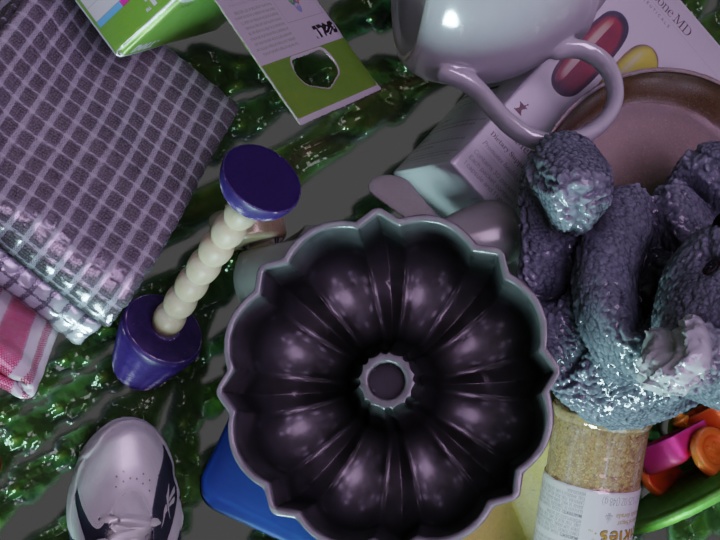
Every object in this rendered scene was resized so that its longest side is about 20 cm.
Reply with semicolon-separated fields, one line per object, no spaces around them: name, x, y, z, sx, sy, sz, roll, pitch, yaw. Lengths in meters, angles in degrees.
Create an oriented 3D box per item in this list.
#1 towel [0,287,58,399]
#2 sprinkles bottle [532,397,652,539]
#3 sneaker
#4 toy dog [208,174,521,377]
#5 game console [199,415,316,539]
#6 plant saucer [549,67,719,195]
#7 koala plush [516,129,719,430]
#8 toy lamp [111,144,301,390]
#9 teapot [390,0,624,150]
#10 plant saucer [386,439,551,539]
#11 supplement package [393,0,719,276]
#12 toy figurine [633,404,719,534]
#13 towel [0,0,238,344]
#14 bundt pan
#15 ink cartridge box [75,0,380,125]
towel;-0.263;-0.015;1.178;0.200;0.147;0.030;34;115;-16
sprinkles bottle;0.145;0.183;1.290;0.068;0.068;0.201;4;100;-19
sneaker;-0.141;0.193;1.218;0.079;0.130;0.200;14;84;-20
toy dog;0.000;0.000;1.269;0.199;0.096;0.133;10;88;4
game console;0.016;0.108;1.336;0.171;0.118;0.201;36;76;-47
plant saucer;0.194;-0.030;1.277;0.199;0.032;0.201;0;90;-17
koala plush;0.201;0.027;1.144;0.177;0.200;0.185;0;104;-27
toy lamp;-0.102;0.006;1.211;0.058;0.200;0.058;17;47;-19
teapot;0.102;-0.204;1.235;0.145;0.198;0.201;3;117;-9
plant saucer;0.061;0.193;1.288;0.200;0.048;0.200;-46;133;-28
supplement package;0.140;-0.101;1.336;0.114;0.109;0.200;45;75;-14
toy figurine;0.218;0.054;1.365;0.200;0.150;0.185;-30;89;-40
towel;-0.178;-0.081;1.203;0.165;0.086;0.201;37;54;-15
bundt pan;0.019;0.069;1.173;0.201;0.076;0.203;-1;82;5
ink cartridge box;-0.094;-0.161;1.208;0.076;0.148;0.200;-37;89;24
